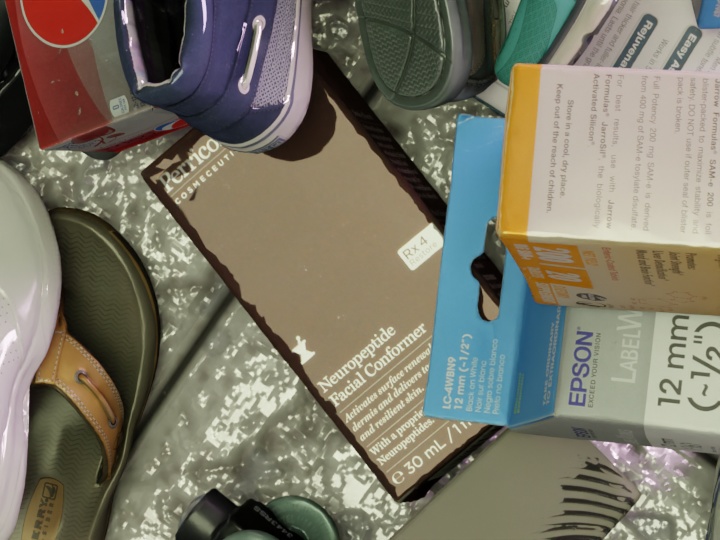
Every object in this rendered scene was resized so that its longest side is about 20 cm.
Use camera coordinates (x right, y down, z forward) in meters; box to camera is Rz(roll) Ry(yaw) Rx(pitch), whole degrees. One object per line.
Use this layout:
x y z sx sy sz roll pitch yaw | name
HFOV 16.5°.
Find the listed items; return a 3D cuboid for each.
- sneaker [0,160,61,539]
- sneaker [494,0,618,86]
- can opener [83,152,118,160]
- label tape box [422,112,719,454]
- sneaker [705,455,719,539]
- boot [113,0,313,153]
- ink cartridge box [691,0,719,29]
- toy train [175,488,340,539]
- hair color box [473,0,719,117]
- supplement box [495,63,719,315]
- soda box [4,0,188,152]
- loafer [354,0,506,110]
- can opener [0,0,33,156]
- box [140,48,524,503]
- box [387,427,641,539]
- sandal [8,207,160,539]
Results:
-0.196 0.032 1.164 0.075 0.088 0.201 -15 63 33 | sneaker
0.085 -0.169 1.060 0.079 0.078 0.201 13 119 0 | sneaker
-0.055 -0.116 1.181 0.200 0.067 0.053 -37 40 27 | can opener
0.128 0.002 1.078 0.199 0.066 0.144 6 80 10 | label tape box
0.178 0.143 1.129 0.075 0.088 0.201 8 93 10 | sneaker
-0.065 -0.157 1.099 0.072 0.090 0.201 -14 71 27 | boot
0.246 -0.171 1.080 0.199 0.115 0.068 -3 52 -6 | ink cartridge box
-0.018 0.193 1.177 0.200 0.085 0.114 38 111 6 | toy train
0.115 -0.101 1.154 0.200 0.061 0.100 33 99 10 | hair color box
0.161 -0.026 0.980 0.199 0.126 0.074 3 78 12 | supplement box
-0.127 -0.158 1.143 0.070 0.063 0.201 -17 83 29 | soda box
0.029 -0.173 1.104 0.072 0.063 0.201 1 99 39 | loafer
-0.163 -0.147 1.219 0.063 0.079 0.200 36 92 41 | can opener
0.000 0.000 1.174 0.100 0.075 0.200 -40 81 9 | box
0.036 0.145 1.100 0.068 0.200 0.082 44 137 8 | box
-0.151 0.071 1.213 0.081 0.055 0.201 15 93 11 | sandal
